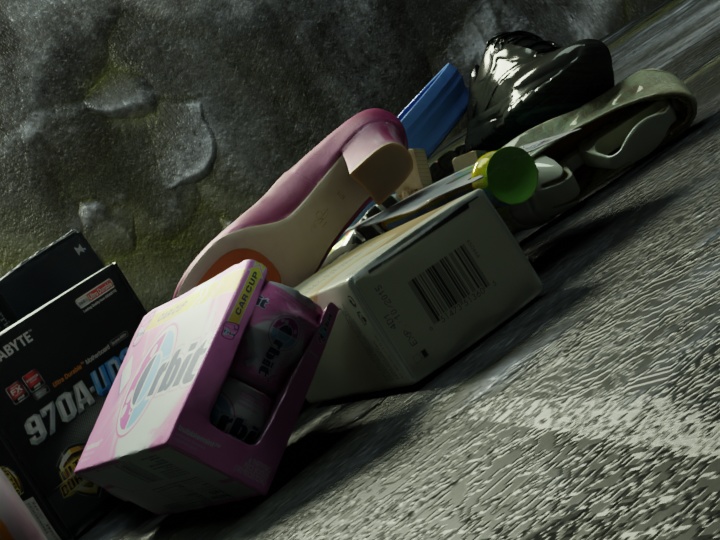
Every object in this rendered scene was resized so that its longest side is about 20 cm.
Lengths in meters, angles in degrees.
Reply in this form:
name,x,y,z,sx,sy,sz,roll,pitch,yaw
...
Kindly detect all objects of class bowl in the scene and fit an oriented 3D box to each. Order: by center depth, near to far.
name,x,y,z,sx,sy,sz,roll,pitch,yaw
bowl,0.024,-0.092,1.374,0.201,0.039,0.201,-48,4,5

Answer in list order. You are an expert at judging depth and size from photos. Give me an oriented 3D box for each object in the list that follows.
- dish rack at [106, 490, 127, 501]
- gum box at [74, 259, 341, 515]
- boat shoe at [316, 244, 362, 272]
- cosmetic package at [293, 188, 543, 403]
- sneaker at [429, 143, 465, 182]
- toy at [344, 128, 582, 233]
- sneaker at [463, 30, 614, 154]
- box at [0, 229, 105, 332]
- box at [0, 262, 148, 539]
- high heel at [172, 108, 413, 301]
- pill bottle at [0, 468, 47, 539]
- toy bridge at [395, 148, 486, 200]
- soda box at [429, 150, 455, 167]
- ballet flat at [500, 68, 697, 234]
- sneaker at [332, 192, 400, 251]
name,x,y,z,sx,sy,sz,roll,pitch,yaw
dish rack,-0.115,0.112,1.134,0.171,0.044,0.200,-36,5,-14
gum box,-0.092,0.073,0.930,0.200,0.066,0.114,-24,40,62
boat shoe,0.007,0.014,1.157,0.059,0.072,0.200,-38,-2,34
cosmetic package,0.017,0.020,0.967,0.105,0.071,0.200,-34,4,-21
sneaker,0.075,-0.059,1.453,0.199,0.078,0.091,-31,1,12
toy,0.067,-0.042,1.061,0.115,0.047,0.200,-26,0,-18
sneaker,0.130,-0.152,1.244,0.075,0.092,0.200,-1,-11,-24
box,-0.281,0.105,1.403,0.196,0.201,0.124,-31,6,38
box,-0.223,0.104,1.252,0.046,0.160,0.200,-28,6,37
high heel,-0.050,-0.039,1.093,0.200,0.067,0.096,-42,21,8
pill bottle,-0.307,0.205,1.032,0.199,0.117,0.116,-34,4,-13
toy bridge,0.093,-0.059,1.243,0.027,0.068,0.199,-19,-8,38
soda box,0.051,-0.052,1.598,0.070,0.064,0.200,-29,5,42
ballet flat,0.158,-0.082,1.159,0.199,0.068,0.062,-36,29,-2
sneaker,0.000,0.000,1.289,0.199,0.078,0.090,-35,5,-16
